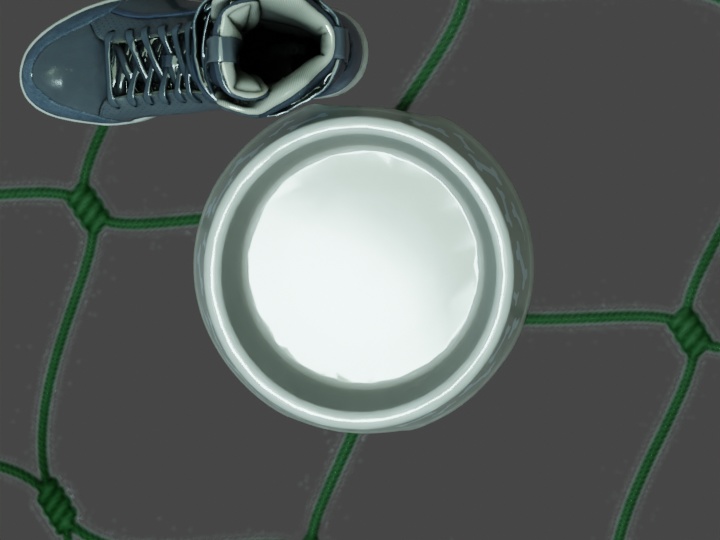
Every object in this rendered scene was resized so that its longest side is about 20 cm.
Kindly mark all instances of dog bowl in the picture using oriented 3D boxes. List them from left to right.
[{"bbox_3d":[0.000,0.000,1.297,0.199,0.059,0.201,0,93,3],"label":"dog bowl"}]

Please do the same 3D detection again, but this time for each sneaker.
[{"bbox_3d":[-0.101,-0.119,1.251,0.201,0.146,0.077,-6,96,5],"label":"sneaker"}]
